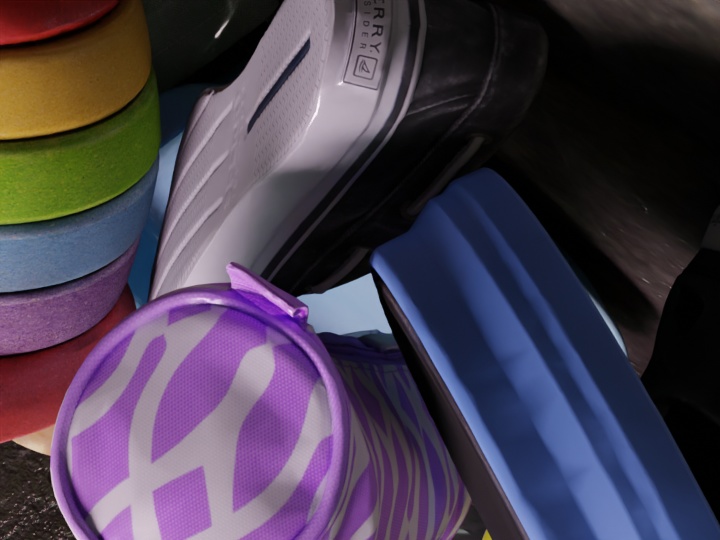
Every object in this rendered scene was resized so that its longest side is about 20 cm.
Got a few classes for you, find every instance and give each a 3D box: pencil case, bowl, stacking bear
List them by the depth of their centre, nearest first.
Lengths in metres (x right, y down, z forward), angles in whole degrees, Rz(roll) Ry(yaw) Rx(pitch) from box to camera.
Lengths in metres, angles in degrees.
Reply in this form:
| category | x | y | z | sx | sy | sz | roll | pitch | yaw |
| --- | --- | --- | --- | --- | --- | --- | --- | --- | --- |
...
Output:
| category | x | y | z | sx | sy | sz | roll | pitch | yaw |
| --- | --- | --- | --- | --- | --- | --- | --- | --- | --- |
| bowl | 0.060 | 0.072 | 0.603 | 0.201 | 0.039 | 0.201 | 63 | 178 | 3 |
| pencil case | -0.017 | 0.049 | 0.676 | 0.084 | 0.086 | 0.200 | 35 | -176 | 12 |
| stacking bear | -0.112 | -0.063 | 0.688 | 0.113 | 0.200 | 0.122 | -1 | -148 | -13 |

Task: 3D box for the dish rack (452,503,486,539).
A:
| category | x | y | z | sx | sy | sz | roll | pitch | yaw |
| --- | --- | --- | --- | --- | --- | --- | --- | --- | --- |
| dish rack | 0.006 | 0.146 | 0.896 | 0.054 | 0.200 | 0.153 | -5 | 147 | 25 |

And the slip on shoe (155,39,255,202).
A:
| category | x | y | z | sx | sy | sz | roll | pitch | yaw |
| --- | --- | --- | --- | --- | --- | --- | --- | --- | --- |
| slip on shoe | -0.061 | -0.048 | 0.827 | 0.200 | 0.076 | 0.061 | 40 | -177 | -39 |

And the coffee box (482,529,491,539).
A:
| category | x | y | z | sx | sy | sz | roll | pitch | yaw |
| --- | --- | --- | --- | --- | --- | --- | --- | --- | --- |
| coffee box | 0.132 | 0.224 | 0.862 | 0.200 | 0.200 | 0.198 | 23 | -178 | 37 |

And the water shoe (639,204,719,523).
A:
| category | x | y | z | sx | sy | sz | roll | pitch | yaw |
| --- | --- | --- | --- | --- | --- | --- | --- | --- | --- |
| water shoe | 0.103 | 0.040 | 0.664 | 0.071 | 0.079 | 0.200 | 33 | 170 | 21 |

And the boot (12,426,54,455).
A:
| category | x | y | z | sx | sy | sz | roll | pitch | yaw |
| --- | --- | --- | --- | --- | --- | --- | --- | --- | --- |
| boot | -0.109 | 0.008 | 0.904 | 0.201 | 0.071 | 0.144 | 21 | -164 | 23 |

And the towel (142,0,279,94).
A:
| category | x | y | z | sx | sy | sz | roll | pitch | yaw |
| --- | --- | --- | --- | --- | --- | --- | --- | --- | --- |
| towel | -0.146 | -0.109 | 0.736 | 0.152 | 0.023 | 0.200 | -32 | 116 | 33 |

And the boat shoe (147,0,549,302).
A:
| category | x | y | z | sx | sy | sz | roll | pitch | yaw |
| --- | --- | --- | --- | --- | --- | --- | --- | --- | --- |
| boat shoe | -0.008 | -0.022 | 0.675 | 0.071 | 0.072 | 0.200 | 12 | 161 | -16 |

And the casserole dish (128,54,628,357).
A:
| category | x | y | z | sx | sy | sz | roll | pitch | yaw |
| --- | --- | --- | --- | --- | --- | --- | --- | --- | --- |
| casserole dish | 0.000 | 0.000 | 0.800 | 0.200 | 0.121 | 0.039 | 42 | -150 | -25 |
